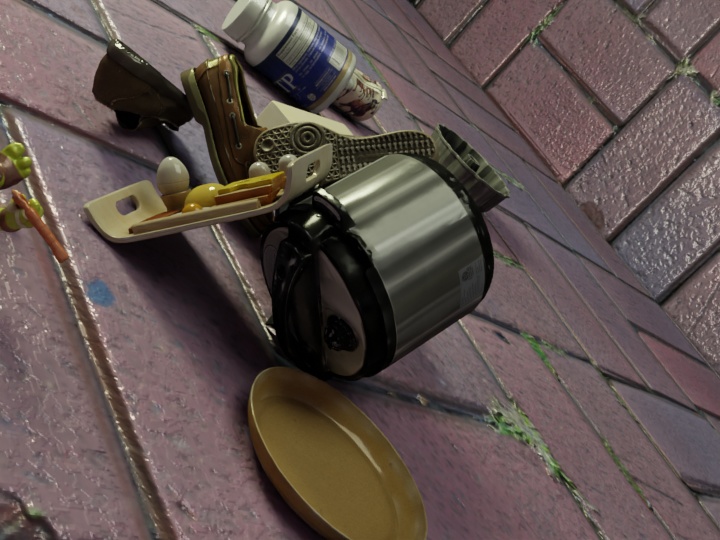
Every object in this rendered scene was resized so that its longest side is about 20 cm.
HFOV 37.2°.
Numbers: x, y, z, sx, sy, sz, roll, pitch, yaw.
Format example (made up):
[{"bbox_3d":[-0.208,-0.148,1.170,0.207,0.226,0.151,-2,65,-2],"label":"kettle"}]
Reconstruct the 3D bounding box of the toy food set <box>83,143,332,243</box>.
[{"bbox_3d":[-0.133,-0.081,0.980,0.144,0.198,0.061,-49,126,-72],"label":"toy food set"}]

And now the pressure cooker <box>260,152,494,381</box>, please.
[{"bbox_3d":[0.002,0.001,0.985,0.199,0.178,0.177,-31,95,-28],"label":"pressure cooker"}]

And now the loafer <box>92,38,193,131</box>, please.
[{"bbox_3d":[-0.241,-0.187,1.150,0.073,0.071,0.200,40,1,13],"label":"loafer"}]

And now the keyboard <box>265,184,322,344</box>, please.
[{"bbox_3d":[-0.026,-0.012,1.085,0.127,0.200,0.021,41,-27,-5],"label":"keyboard"}]

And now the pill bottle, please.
[{"bbox_3d":[-0.115,-0.353,1.689,0.199,0.120,0.120,37,20,-23],"label":"pill bottle"}]

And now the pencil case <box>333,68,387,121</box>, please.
[{"bbox_3d":[-0.044,-0.340,1.862,0.199,0.089,0.079,32,55,-36],"label":"pencil case"}]

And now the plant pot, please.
[{"bbox_3d":[-0.024,0.167,0.909,0.200,0.027,0.200,40,18,-16],"label":"plant pot"}]

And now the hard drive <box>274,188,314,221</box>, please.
[{"bbox_3d":[-0.025,-0.054,1.164,0.138,0.033,0.202,11,50,-17],"label":"hard drive"}]

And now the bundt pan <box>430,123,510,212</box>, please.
[{"bbox_3d":[0.195,-0.189,2.072,0.201,0.076,0.202,39,20,-17],"label":"bundt pan"}]

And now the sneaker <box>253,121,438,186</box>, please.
[{"bbox_3d":[-0.015,-0.113,1.156,0.076,0.198,0.071,82,12,-75],"label":"sneaker"}]

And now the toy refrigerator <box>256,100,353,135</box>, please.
[{"bbox_3d":[-0.075,-0.167,1.443,0.070,0.076,0.200,50,20,19],"label":"toy refrigerator"}]

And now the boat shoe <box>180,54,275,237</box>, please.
[{"bbox_3d":[-0.130,-0.139,1.176,0.072,0.067,0.202,-63,131,-81],"label":"boat shoe"}]

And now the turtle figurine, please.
[{"bbox_3d":[-0.292,-0.069,0.779,0.199,0.065,0.161,32,13,-10],"label":"turtle figurine"}]
